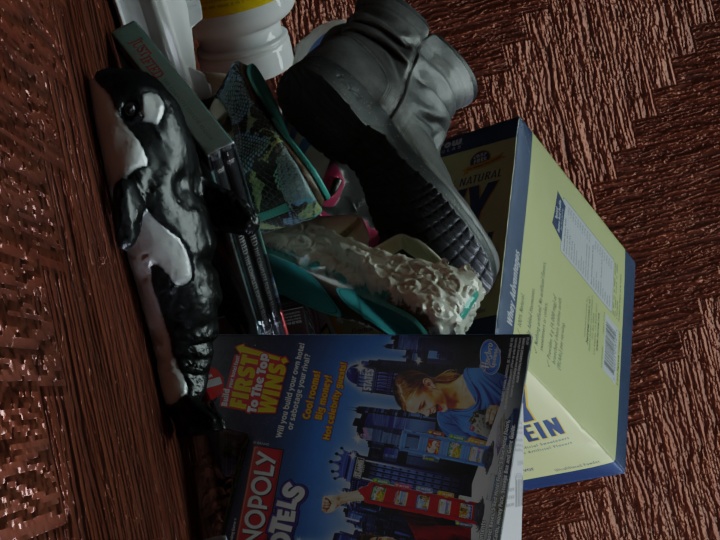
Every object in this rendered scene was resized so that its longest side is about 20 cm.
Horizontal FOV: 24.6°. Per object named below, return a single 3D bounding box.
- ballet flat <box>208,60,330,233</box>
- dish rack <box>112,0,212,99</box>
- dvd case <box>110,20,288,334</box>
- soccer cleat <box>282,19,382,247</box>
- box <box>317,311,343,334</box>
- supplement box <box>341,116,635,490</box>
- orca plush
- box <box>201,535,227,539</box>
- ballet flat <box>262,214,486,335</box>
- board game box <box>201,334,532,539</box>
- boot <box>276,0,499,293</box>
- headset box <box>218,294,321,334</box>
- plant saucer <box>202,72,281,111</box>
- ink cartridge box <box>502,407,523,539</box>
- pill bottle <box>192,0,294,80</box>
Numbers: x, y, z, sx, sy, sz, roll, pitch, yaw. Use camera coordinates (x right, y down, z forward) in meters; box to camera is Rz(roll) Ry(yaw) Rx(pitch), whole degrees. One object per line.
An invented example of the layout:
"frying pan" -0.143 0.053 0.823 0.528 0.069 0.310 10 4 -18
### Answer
"ballet flat" -0.076 -0.082 1.089 0.200 0.074 0.074 -118 -166 -63
"dish rack" -0.142 -0.202 1.121 0.172 0.043 0.200 -100 177 -47
"dvd case" -0.094 -0.039 1.020 0.146 0.022 0.200 51 -20 42
"soccer cleat" -0.021 -0.075 1.166 0.086 0.070 0.200 1 -93 62
"box" -0.022 0.123 1.288 0.119 0.041 0.200 -48 -133 32
"supplement box" 0.101 0.032 1.241 0.200 0.134 0.200 45 42 -40
"orca plush" -0.088 -0.014 0.882 0.105 0.071 0.200 73 4 -79
"box" -0.051 0.237 0.720 0.137 0.040 0.200 75 2 -49
"ballet flat" 0.000 0.000 1.049 0.200 0.072 0.072 24 -40 40
"board game box" -0.016 0.113 0.935 0.062 0.199 0.200 97 6 -57
"boot" 0.047 -0.088 1.090 0.200 0.070 0.132 53 45 -10
"headset box" -0.072 0.029 1.213 0.149 0.075 0.200 74 3 -70
"plant saucer" -0.064 -0.089 1.288 0.200 0.032 0.200 40 -10 8
"ink cartridge box" 0.026 0.180 1.078 0.147 0.146 0.200 29 62 -76
"pill bottle" -0.117 -0.262 1.393 0.111 0.111 0.200 -101 178 -66
